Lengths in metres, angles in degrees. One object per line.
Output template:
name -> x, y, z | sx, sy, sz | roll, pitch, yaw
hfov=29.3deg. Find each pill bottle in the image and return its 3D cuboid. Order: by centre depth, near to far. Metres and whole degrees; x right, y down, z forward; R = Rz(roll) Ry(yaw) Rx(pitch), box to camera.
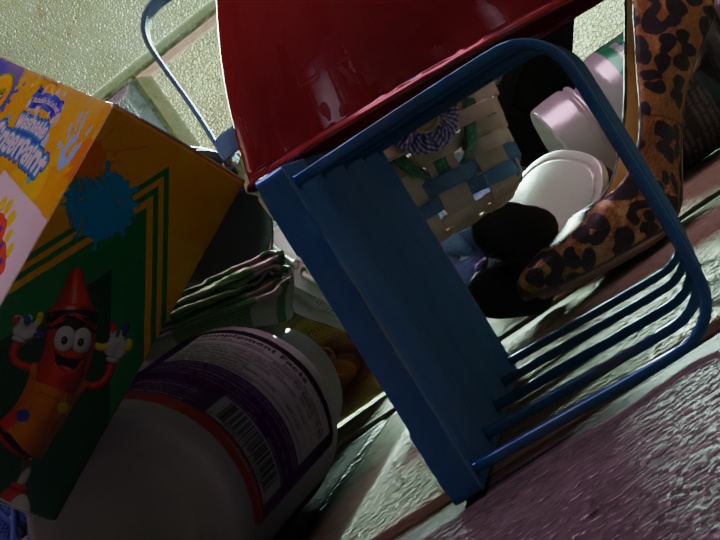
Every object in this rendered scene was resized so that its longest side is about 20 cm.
pill bottle -> -0.077, 0.093, 0.712 | 0.111, 0.112, 0.200 | -35, 1, 21
pill bottle -> -0.119, -0.020, 0.907 | 0.112, 0.112, 0.200 | -36, 4, -16
pill bottle -> 0.234, -0.137, 1.024 | 0.200, 0.113, 0.113 | -36, 1, 2

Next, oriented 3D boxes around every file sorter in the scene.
file sorter -> 0.063, -0.018, 0.581 | 0.123, 0.139, 0.200 | -32, 2, 14

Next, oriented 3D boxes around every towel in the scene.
towel -> -0.130, 0.050, 0.801 | 0.200, 0.023, 0.153 | -25, -8, -7

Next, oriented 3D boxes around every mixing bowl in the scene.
mixing bowl -> 0.012, -0.127, 0.597 | 0.200, 0.109, 0.200 | -30, 3, 2

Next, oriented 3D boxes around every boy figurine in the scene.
boy figurine -> 0.057, -0.005, 0.910 | 0.064, 0.125, 0.200 | 2, 0, -18

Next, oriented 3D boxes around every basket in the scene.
basket -> -0.004, -0.104, 0.771 | 0.176, 0.200, 0.139 | -31, -8, 2

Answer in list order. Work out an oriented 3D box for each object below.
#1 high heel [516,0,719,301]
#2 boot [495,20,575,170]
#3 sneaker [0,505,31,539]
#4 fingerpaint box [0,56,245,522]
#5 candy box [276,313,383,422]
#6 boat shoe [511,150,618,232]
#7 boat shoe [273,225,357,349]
high heel -> 0.140, -0.083, 0.804 | 0.200, 0.143, 0.071 | -36, 1, -12
boot -> 0.175, -0.152, 1.101 | 0.199, 0.162, 0.073 | -69, 25, 16
sneaker -> -0.185, 0.127, 0.815 | 0.200, 0.076, 0.077 | -35, -4, -3
fingerpaint box -> -0.155, -0.002, 0.642 | 0.167, 0.073, 0.200 | -61, 31, -2
candy box -> -0.091, 0.094, 0.975 | 0.200, 0.056, 0.117 | -36, -43, 1
boat shoe -> 0.124, -0.024, 0.931 | 0.200, 0.060, 0.074 | -35, 40, 60
boat shoe -> 0.000, 0.000, 0.867 | 0.071, 0.069, 0.200 | -22, 33, -28
